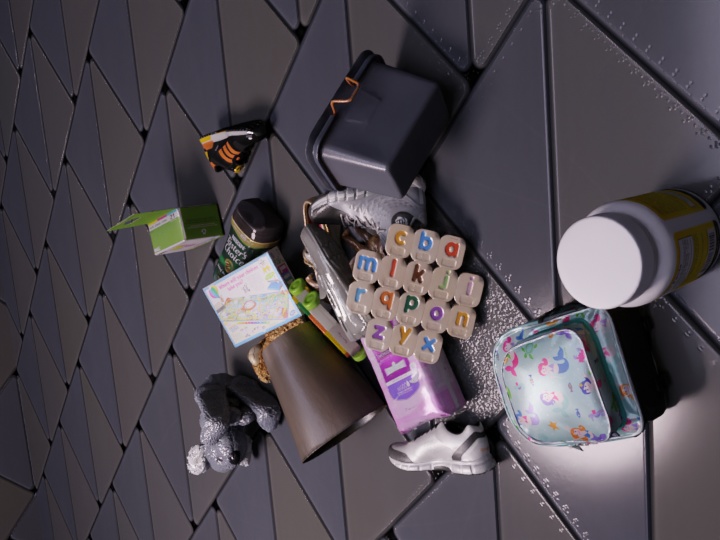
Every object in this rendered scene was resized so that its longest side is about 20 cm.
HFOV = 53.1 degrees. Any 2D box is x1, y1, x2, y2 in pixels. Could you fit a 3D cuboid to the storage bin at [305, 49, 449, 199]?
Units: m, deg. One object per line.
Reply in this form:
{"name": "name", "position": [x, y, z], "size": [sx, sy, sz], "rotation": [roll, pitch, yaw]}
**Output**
{"name": "storage bin", "position": [0.032, -0.210, 1.050], "size": [0.133, 0.146, 0.202], "rotation": [21, 72, 30]}

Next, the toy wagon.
{"name": "toy wagon", "position": [-0.066, 0.080, 1.265], "size": [0.156, 0.040, 0.200], "rotation": [50, 173, -30]}

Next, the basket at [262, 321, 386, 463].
{"name": "basket", "position": [-0.078, 0.205, 1.283], "size": [0.179, 0.136, 0.202], "rotation": [-34, 75, 2]}

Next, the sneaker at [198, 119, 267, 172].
{"name": "sneaker", "position": [-0.241, -0.241, 1.431], "size": [0.198, 0.070, 0.091], "rotation": [2, 116, 46]}

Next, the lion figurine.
{"name": "lion figurine", "position": [0.000, 0.000, 1.207], "size": [0.122, 0.072, 0.200], "rotation": [44, 128, 2]}

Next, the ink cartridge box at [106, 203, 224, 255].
{"name": "ink cartridge box", "position": [-0.419, -0.082, 1.550], "size": [0.147, 0.198, 0.077], "rotation": [-16, 89, 47]}

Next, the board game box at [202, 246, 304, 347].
{"name": "board game box", "position": [-0.202, 0.054, 1.387], "size": [0.198, 0.034, 0.136], "rotation": [-25, 96, 36]}

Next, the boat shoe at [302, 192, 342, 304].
{"name": "boat shoe", "position": [-0.071, -0.035, 1.289], "size": [0.073, 0.069, 0.204], "rotation": [2, 101, 46]}

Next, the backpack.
{"name": "backpack", "position": [0.265, 0.138, 0.928], "size": [0.199, 0.149, 0.180], "rotation": [-21, 86, 51]}

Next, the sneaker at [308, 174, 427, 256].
{"name": "sneaker", "position": [0.013, -0.073, 1.126], "size": [0.197, 0.075, 0.118], "rotation": [-14, 75, 19]}

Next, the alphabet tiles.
{"name": "alphabet tiles", "position": [0.081, 0.035, 1.091], "size": [0.196, 0.015, 0.199], "rotation": [13, 100, 5]}

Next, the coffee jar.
{"name": "coffee jar", "position": [-0.224, -0.041, 1.438], "size": [0.104, 0.085, 0.202], "rotation": [46, 128, 28]}

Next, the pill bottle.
{"name": "pill bottle", "position": [0.308, -0.025, 0.795], "size": [0.113, 0.198, 0.116], "rotation": [13, 108, 44]}

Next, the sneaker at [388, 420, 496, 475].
{"name": "sneaker", "position": [0.127, 0.279, 1.162], "size": [0.198, 0.073, 0.081], "rotation": [-11, 88, 39]}

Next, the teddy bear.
{"name": "teddy bear", "position": [-0.163, 0.152, 1.434], "size": [0.198, 0.066, 0.148], "rotation": [-9, 91, 46]}

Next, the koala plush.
{"name": "koala plush", "position": [-0.285, 0.345, 1.548], "size": [0.183, 0.175, 0.203], "rotation": [37, 125, 48]}

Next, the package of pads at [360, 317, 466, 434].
{"name": "package of pads", "position": [0.081, 0.151, 1.170], "size": [0.120, 0.075, 0.203], "rotation": [-33, 76, 43]}

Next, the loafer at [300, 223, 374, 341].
{"name": "loafer", "position": [-0.043, 0.020, 1.150], "size": [0.069, 0.070, 0.202], "rotation": [-35, 80, 25]}
